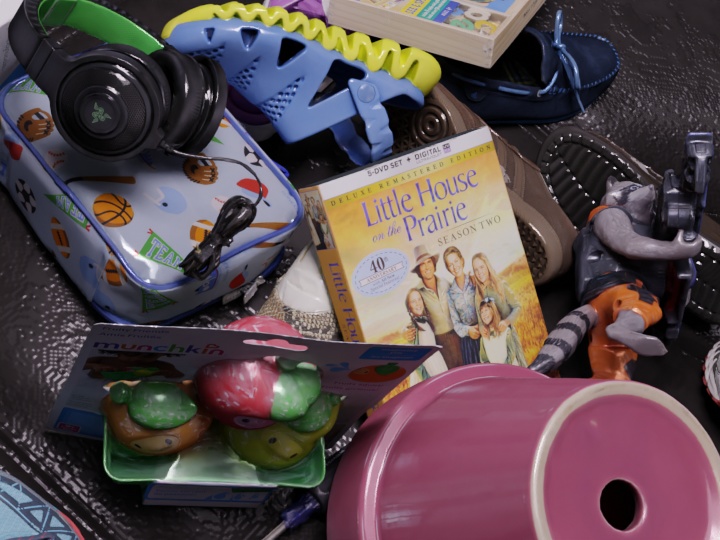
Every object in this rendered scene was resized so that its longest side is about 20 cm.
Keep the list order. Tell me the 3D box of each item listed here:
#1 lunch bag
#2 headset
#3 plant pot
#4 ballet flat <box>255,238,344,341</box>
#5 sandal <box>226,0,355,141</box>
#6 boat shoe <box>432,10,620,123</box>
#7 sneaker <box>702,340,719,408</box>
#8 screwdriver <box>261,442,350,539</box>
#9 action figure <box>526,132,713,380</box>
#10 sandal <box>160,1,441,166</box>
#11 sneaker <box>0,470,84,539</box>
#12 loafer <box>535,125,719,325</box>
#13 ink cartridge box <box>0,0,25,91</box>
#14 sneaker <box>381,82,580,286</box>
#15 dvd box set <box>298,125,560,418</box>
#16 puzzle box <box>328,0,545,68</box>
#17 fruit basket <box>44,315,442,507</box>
[{"bbox_3d":[-0.137,-0.059,0.902,0.160,0.076,0.200,-29,72,-36],"label":"lunch bag"},{"bbox_3d":[-0.137,-0.091,0.829,0.200,0.094,0.123,45,25,18],"label":"headset"},{"bbox_3d":[0.105,0.142,0.776,0.199,0.179,0.201,7,72,-24],"label":"plant pot"},{"bbox_3d":[0.000,0.000,0.916,0.200,0.076,0.068,-25,44,-32],"label":"ballet flat"},{"bbox_3d":[-0.046,-0.174,1.026,0.082,0.050,0.203,28,53,-3],"label":"sandal"},{"bbox_3d":[0.134,-0.156,1.074,0.200,0.069,0.084,-20,68,-31],"label":"boat shoe"},{"bbox_3d":[0.327,0.048,1.013,0.078,0.082,0.200,44,54,9],"label":"sneaker"},{"bbox_3d":[-0.059,0.161,0.821,0.029,0.028,0.200,28,47,36],"label":"screwdriver"},{"bbox_3d":[0.177,-0.003,0.922,0.104,0.200,0.194,8,43,10],"label":"action figure"},{"bbox_3d":[-0.041,-0.127,0.931,0.199,0.079,0.087,13,86,-18],"label":"sandal"},{"bbox_3d":[-0.156,0.176,0.728,0.079,0.096,0.200,-33,75,-35],"label":"sneaker"},{"bbox_3d":[0.218,-0.036,1.042,0.200,0.073,0.071,42,26,5],"label":"loafer"},{"bbox_3d":[-0.298,-0.105,0.840,0.067,0.116,0.200,41,54,5],"label":"ink cartridge box"},{"bbox_3d":[0.088,-0.072,1.017,0.075,0.070,0.200,-21,70,-52],"label":"sneaker"},{"bbox_3d":[0.052,0.020,0.895,0.146,0.029,0.201,-21,98,-32],"label":"dvd box set"},{"bbox_3d":[0.074,-0.225,1.069,0.133,0.025,0.200,17,37,16],"label":"puzzle box"},{"bbox_3d":[-0.073,0.075,0.764,0.185,0.200,0.094,5,72,-19],"label":"fruit basket"}]
